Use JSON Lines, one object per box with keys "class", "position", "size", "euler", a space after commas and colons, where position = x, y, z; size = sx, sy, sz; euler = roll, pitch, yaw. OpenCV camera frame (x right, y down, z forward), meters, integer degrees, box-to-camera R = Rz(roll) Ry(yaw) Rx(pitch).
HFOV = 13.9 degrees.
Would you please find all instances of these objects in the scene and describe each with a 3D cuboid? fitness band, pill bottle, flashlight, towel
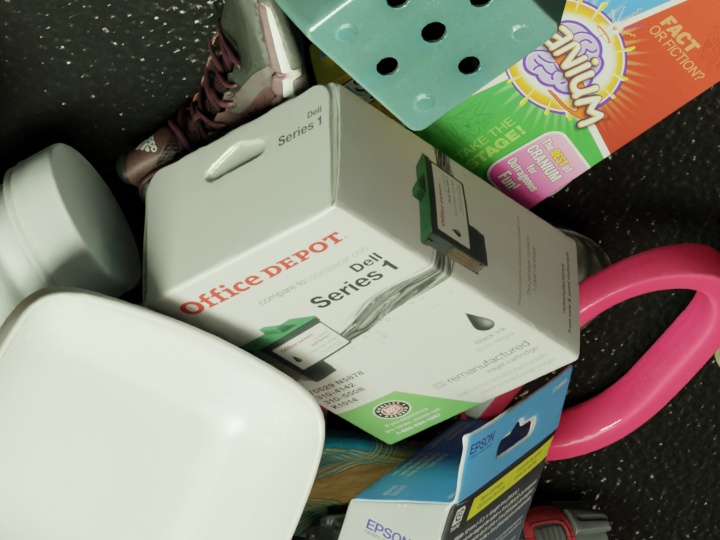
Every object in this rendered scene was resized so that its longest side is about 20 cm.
{"class": "fitness band", "position": [0.140, 0.050, 1.760], "size": [0.144, 0.037, 0.200], "euler": [3, 142, -36]}
{"class": "pill bottle", "position": [-0.228, 0.015, 1.616], "size": [0.200, 0.120, 0.120], "euler": [-29, 131, 14]}
{"class": "flashlight", "position": [0.061, 0.179, 1.844], "size": [0.200, 0.068, 0.068], "euler": [0, 107, -27]}
{"class": "towel", "position": [-0.031, 0.129, 1.756], "size": [0.147, 0.022, 0.200], "euler": [-24, 158, 33]}

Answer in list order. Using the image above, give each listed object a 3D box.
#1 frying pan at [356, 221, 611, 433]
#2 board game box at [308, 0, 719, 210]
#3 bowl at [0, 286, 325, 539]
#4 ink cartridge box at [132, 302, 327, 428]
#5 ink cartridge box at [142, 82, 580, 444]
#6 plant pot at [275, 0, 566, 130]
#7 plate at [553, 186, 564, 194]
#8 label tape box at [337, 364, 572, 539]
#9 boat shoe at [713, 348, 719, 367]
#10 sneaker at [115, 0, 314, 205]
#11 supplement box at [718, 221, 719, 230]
{"class": "frying pan", "position": [0.079, 0.035, 1.760], "size": [0.115, 0.031, 0.190], "euler": [6, 136, -22]}
{"class": "board game box", "position": [0.097, -0.120, 1.572], "size": [0.200, 0.040, 0.153], "euler": [-35, 130, 19]}
{"class": "bowl", "position": [-0.137, 0.116, 1.561], "size": [0.200, 0.075, 0.200], "euler": [25, 90, -26]}
{"class": "ink cartridge box", "position": [-0.122, 0.071, 1.705], "size": [0.200, 0.068, 0.117], "euler": [-7, 152, -7]}
{"class": "ink cartridge box", "position": [0.000, 0.000, 1.586], "size": [0.146, 0.084, 0.200], "euler": [-27, 138, 35]}
{"class": "plant pot", "position": [0.017, -0.176, 1.439], "size": [0.141, 0.200, 0.141], "euler": [-35, 130, 20]}
{"class": "plate", "position": [0.109, -0.135, 1.612], "size": [0.200, 0.032, 0.200], "euler": [-40, 128, 22]}
{"class": "label tape box", "position": [0.042, 0.148, 1.687], "size": [0.066, 0.143, 0.200], "euler": [24, 115, 20]}
{"class": "boat shoe", "position": [0.315, 0.071, 1.822], "size": [0.200, 0.066, 0.074], "euler": [5, 131, -16]}
{"class": "sneaker", "position": [-0.081, -0.083, 1.590], "size": [0.115, 0.076, 0.200], "euler": [-10, 134, 1]}
{"class": "supplement box", "position": [0.287, -0.056, 1.671], "size": [0.061, 0.109, 0.200], "euler": [14, 128, -24]}
